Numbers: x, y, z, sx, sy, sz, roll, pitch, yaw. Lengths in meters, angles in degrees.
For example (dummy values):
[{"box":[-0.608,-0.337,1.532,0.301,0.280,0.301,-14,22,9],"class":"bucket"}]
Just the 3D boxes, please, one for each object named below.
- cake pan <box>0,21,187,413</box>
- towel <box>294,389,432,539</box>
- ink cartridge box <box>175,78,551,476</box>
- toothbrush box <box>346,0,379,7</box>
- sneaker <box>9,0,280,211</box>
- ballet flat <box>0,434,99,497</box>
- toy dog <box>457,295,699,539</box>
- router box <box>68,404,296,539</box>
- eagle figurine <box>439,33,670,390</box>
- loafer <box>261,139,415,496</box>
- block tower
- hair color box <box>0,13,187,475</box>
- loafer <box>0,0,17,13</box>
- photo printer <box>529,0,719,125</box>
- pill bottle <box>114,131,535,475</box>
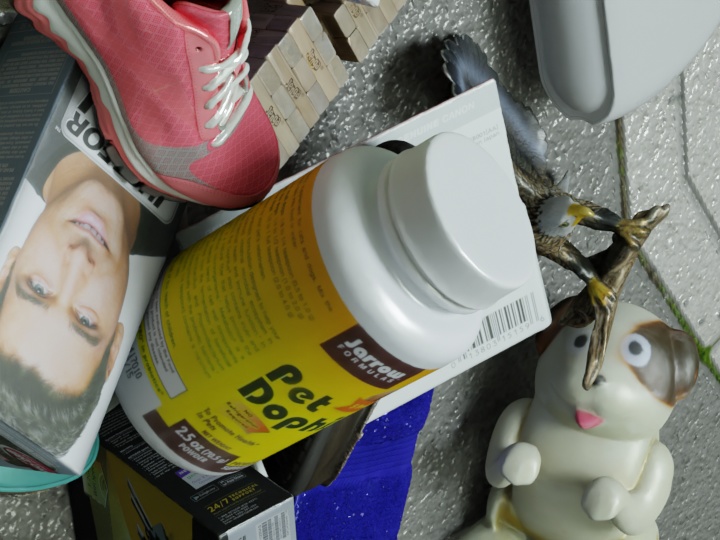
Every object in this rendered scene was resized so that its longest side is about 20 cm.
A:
[{"box":[-0.164,-0.020,0.867,0.200,0.037,0.202,-1,91,-53],"class":"cake pan"},{"box":[-0.017,0.129,1.108,0.147,0.049,0.201,-1,111,-42],"class":"towel"},{"box":[0.000,0.000,0.981,0.199,0.044,0.174,-27,125,-14],"class":"ink cartridge box"},{"box":[-0.037,-0.219,0.792,0.200,0.086,0.146,17,89,-69],"class":"toothbrush box"},{"box":[-0.080,-0.094,0.776,0.200,0.086,0.074,53,50,-41],"class":"sneaker"},{"box":[-0.225,0.079,0.879,0.199,0.075,0.068,4,92,-51],"class":"ballet flat"},{"box":[0.167,0.118,1.214,0.194,0.139,0.201,-34,141,-45],"class":"toy dog"},{"box":[-0.097,0.183,0.991,0.052,0.157,0.201,-24,125,-33],"class":"router box"},{"box":[0.092,-0.041,1.104,0.199,0.151,0.152,23,50,-18],"class":"eagle figurine"},{"box":[0.008,0.033,0.930,0.071,0.073,0.201,15,108,-34],"class":"loafer"},{"box":[-0.029,-0.132,0.946,0.200,0.058,0.054,-54,134,-24],"class":"block tower"},{"box":[-0.143,-0.018,0.815,0.099,0.060,0.201,43,58,-45],"class":"hair color box"},{"box":[-0.230,-0.123,0.777,0.199,0.076,0.069,-5,115,-32],"class":"loafer"},{"box":[0.169,-0.201,1.101,0.166,0.069,0.201,-42,134,-35],"class":"photo printer"},{"box":[-0.019,0.014,0.830,0.200,0.110,0.109,-30,149,32],"class":"pill bottle"}]
